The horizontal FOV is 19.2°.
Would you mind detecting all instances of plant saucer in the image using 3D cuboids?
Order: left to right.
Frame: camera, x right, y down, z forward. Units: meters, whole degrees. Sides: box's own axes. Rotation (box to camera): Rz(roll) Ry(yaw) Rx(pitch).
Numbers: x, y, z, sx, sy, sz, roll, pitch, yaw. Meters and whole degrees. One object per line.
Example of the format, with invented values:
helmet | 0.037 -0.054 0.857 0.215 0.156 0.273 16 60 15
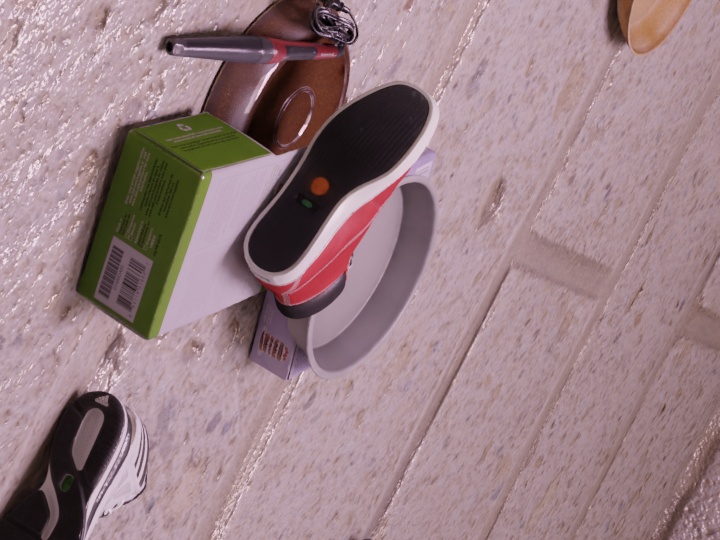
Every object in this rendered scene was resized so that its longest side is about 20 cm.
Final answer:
plant saucer | -0.065 -0.131 1.745 0.200 0.032 0.201 -47 154 -31
plant saucer | 0.334 -0.336 2.348 0.200 0.035 0.201 -47 153 -32

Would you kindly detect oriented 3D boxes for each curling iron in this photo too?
curling iron | -0.076 -0.180 1.640 0.199 0.025 0.050 -15 96 -44

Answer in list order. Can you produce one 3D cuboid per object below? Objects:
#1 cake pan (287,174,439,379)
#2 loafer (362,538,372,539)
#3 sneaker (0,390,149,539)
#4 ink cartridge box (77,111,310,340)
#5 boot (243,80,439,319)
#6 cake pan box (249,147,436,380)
cake pan | 0.000 0.000 1.893 0.200 0.037 0.201 -45 151 -34
loafer | -0.030 0.389 2.361 0.201 0.068 0.071 -60 150 -18
sneaker | -0.225 0.203 1.721 0.202 0.075 0.115 -62 156 -7
ink cartridge box | -0.116 -0.045 1.666 0.200 0.075 0.149 -23 139 -57
boot | -0.007 -0.054 1.705 0.200 0.072 0.144 -48 160 -7
cake pan box | -0.014 -0.017 1.955 0.184 0.052 0.201 -32 144 -53
